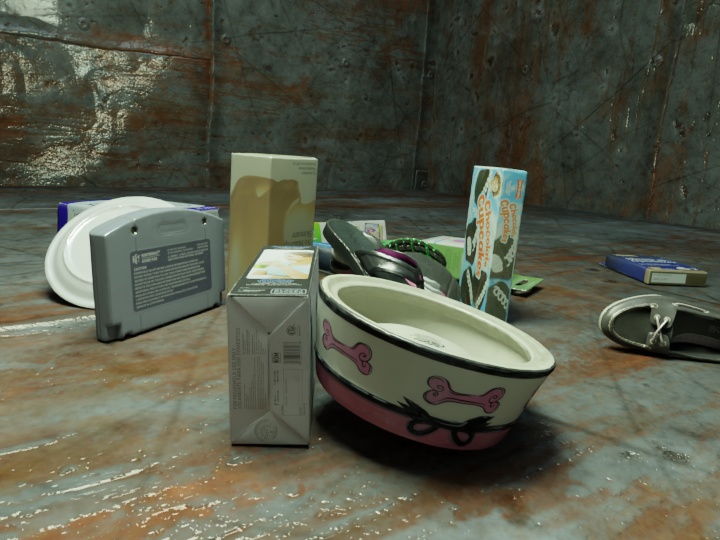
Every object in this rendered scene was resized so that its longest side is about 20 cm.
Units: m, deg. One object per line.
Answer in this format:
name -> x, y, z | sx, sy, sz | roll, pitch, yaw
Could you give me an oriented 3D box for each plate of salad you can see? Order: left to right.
plate of salad -> -0.329, -0.025, 0.793 | 0.196, 0.048, 0.203 | 0, 51, -1

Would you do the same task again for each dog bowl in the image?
dog bowl -> 0.050, 0.071, 0.469 | 0.197, 0.075, 0.200 | 17, 10, -3

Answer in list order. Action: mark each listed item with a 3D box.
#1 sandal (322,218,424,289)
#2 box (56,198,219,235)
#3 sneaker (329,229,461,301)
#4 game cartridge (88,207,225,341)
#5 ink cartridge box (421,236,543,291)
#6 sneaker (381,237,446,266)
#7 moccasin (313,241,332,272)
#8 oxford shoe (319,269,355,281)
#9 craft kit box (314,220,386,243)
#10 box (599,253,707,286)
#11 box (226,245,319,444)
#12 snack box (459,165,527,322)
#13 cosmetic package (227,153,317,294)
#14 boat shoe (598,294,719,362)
sandal -> 0.027, -0.009, 0.697 | 0.200, 0.048, 0.075 | 44, 29, 27
box -> -0.372, -0.060, 0.970 | 0.196, 0.107, 0.183 | 8, 12, 24
sneaker -> 0.045, 0.019, 0.793 | 0.198, 0.087, 0.080 | 29, 39, 11
game cartridge -> -0.235, -0.007, 0.687 | 0.040, 0.136, 0.199 | 9, 12, 23
ink cartridge box -> 0.212, -0.017, 1.006 | 0.197, 0.061, 0.103 | 10, 14, 32
sneaker -> 0.052, -0.024, 0.990 | 0.196, 0.080, 0.085 | 6, 11, 17
moccasin -> 0.000, 0.000, 0.896 | 0.196, 0.070, 0.080 | 10, 6, 23
oxford shoe -> -0.038, 0.041, 0.675 | 0.196, 0.074, 0.084 | -3, 17, -25
craft kit box -> -0.086, -0.059, 1.083 | 0.195, 0.050, 0.198 | -3, -3, -41
box -> 0.596, -0.006, 1.186 | 0.119, 0.033, 0.200 | 2, 11, -5
box -> -0.069, 0.052, 0.505 | 0.059, 0.119, 0.200 | 1, 13, -2
snack box -> 0.178, -0.039, 0.793 | 0.036, 0.204, 0.116 | 3, 11, -9
cosmetic package -> -0.116, -0.050, 0.760 | 0.070, 0.204, 0.105 | 11, 15, 30
boat shoe -> 0.387, 0.070, 0.673 | 0.196, 0.068, 0.057 | 7, 7, -2
